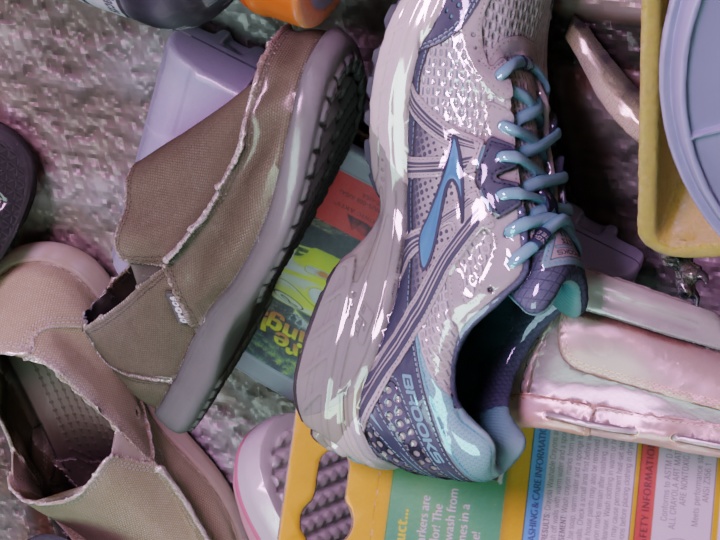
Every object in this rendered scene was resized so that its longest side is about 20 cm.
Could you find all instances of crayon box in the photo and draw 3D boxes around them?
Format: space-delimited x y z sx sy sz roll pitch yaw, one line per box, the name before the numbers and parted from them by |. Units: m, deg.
crayon box | 0.068 0.109 0.993 0.199 0.126 0.052 8 159 0

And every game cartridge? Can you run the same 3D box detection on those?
game cartridge | 0.000 0.000 1.053 0.199 0.041 0.134 27 135 9

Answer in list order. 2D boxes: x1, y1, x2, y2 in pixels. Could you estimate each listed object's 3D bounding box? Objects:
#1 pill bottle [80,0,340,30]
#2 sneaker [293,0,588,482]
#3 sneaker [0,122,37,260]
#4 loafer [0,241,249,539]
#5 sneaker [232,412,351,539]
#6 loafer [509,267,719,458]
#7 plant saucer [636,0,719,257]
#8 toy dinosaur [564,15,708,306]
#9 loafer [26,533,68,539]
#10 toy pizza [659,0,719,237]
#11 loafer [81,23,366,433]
pill bottle | -0.095 -0.149 0.949 0.199 0.106 0.107 21 130 14
sneaker | 0.048 -0.022 0.938 0.086 0.077 0.201 19 100 38
sneaker | -0.212 0.000 1.146 0.074 0.087 0.200 42 108 -13
loafer | -0.112 0.086 1.151 0.075 0.068 0.201 -12 116 34
sneaker | -0.013 0.144 1.122 0.104 0.076 0.200 -17 128 35
loafer | 0.149 0.058 0.958 0.199 0.072 0.063 21 86 7
plant saucer | 0.182 -0.104 0.833 0.199 0.049 0.201 -3 125 0
toy dinosaur | 0.148 -0.019 0.929 0.199 0.088 0.048 20 153 16
loafer | -0.143 0.179 1.200 0.072 0.063 0.200 33 153 2
toy pizza | 0.186 -0.071 0.808 0.199 0.032 0.201 -2 124 -3
loafer | -0.058 -0.018 0.997 0.069 0.075 0.200 29 132 1
